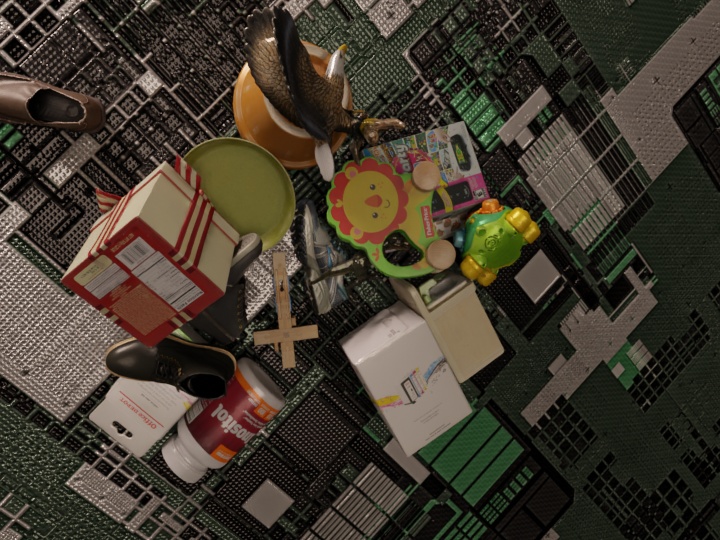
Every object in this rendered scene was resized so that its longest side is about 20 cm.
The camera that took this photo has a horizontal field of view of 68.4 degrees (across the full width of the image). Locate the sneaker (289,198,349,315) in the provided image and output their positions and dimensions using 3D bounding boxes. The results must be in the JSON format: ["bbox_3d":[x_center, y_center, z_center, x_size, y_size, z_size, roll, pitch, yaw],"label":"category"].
[{"bbox_3d":[-0.067,-0.030,0.931,0.085,0.077,0.204,-18,110,-23],"label":"sneaker"}]

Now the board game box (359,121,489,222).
[{"bbox_3d":[0.110,-0.159,0.935,0.196,0.064,0.150,-18,86,-11],"label":"board game box"}]

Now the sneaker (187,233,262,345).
[{"bbox_3d":[-0.207,0.032,0.887,0.106,0.075,0.200,39,110,-23],"label":"sneaker"}]

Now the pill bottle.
[{"bbox_3d":[-0.234,0.256,0.903,0.200,0.113,0.113,-44,107,-4],"label":"pill bottle"}]

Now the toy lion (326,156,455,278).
[{"bbox_3d":[0.042,-0.084,0.855,0.188,0.069,0.204,-11,85,-5],"label":"toy lion"}]

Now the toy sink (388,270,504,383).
[{"bbox_3d":[0.157,0.076,0.970,0.111,0.130,0.202,-32,105,-7],"label":"toy sink"}]

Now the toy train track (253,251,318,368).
[{"bbox_3d":[-0.136,0.069,0.944,0.112,0.033,0.205,-5,95,-7],"label":"toy train track"}]

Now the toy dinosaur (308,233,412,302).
[{"bbox_3d":[0.000,0.000,0.913,0.198,0.048,0.089,-28,139,-17],"label":"toy dinosaur"}]

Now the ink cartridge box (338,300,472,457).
[{"bbox_3d":[0.076,0.187,0.957,0.143,0.147,0.202,-31,105,-8],"label":"ink cartridge box"}]

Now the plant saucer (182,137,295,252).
[{"bbox_3d":[-0.203,-0.120,0.863,0.195,0.031,0.204,-1,119,-2],"label":"plant saucer"}]

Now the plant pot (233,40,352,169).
[{"bbox_3d":[-0.095,-0.261,0.819,0.196,0.183,0.205,-2,100,-15],"label":"plant pot"}]

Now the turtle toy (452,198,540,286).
[{"bbox_3d":[0.235,-0.056,0.945,0.146,0.102,0.199,-46,153,14],"label":"turtle toy"}]

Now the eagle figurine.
[{"bbox_3d":[-0.061,-0.227,0.667,0.198,0.151,0.154,23,56,-33],"label":"eagle figurine"}]

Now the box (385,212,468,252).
[{"bbox_3d":[0.105,-0.070,0.979,0.196,0.041,0.040,-14,102,-13],"label":"box"}]

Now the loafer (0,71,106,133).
[{"bbox_3d":[-0.484,-0.251,0.775,0.196,0.071,0.075,4,98,-15],"label":"loafer"}]

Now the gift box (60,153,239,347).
[{"bbox_3d":[-0.299,-0.042,0.776,0.182,0.188,0.201,-29,121,14],"label":"gift box"}]

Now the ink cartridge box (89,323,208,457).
[{"bbox_3d":[-0.336,0.194,0.889,0.200,0.067,0.117,-46,105,-5],"label":"ink cartridge box"}]

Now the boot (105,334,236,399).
[{"bbox_3d":[-0.286,0.145,0.788,0.195,0.138,0.079,1,96,-12],"label":"boot"}]
